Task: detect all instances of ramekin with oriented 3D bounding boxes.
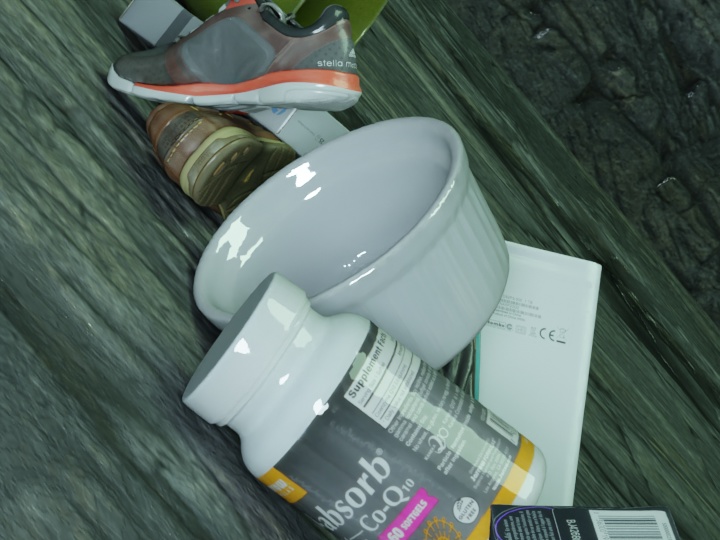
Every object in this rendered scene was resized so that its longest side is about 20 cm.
[{"bbox_3d":[0.000,0.000,1.683,0.098,0.200,0.201,57,9,-27],"label":"ramekin"}]

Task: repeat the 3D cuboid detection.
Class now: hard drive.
[{"bbox_3d":[0.090,0.078,1.777,0.131,0.202,0.026,13,-19,-12],"label":"hard drive"}]

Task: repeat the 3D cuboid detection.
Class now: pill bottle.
[{"bbox_3d":[0.002,0.097,1.525,0.199,0.117,0.116,36,14,-7],"label":"pill bottle"}]

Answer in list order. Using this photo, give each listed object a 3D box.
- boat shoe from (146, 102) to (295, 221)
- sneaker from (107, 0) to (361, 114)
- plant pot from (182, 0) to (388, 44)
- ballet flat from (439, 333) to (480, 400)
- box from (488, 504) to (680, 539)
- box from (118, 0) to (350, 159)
[{"bbox_3d":[-0.098,-0.081,1.816,0.067,0.072,0.200,41,3,12],"label":"boat shoe"},{"bbox_3d":[-0.084,-0.152,1.796,0.077,0.199,0.083,5,87,-62],"label":"sneaker"},{"bbox_3d":[-0.093,-0.274,2.200,0.200,0.187,0.187,41,9,14],"label":"plant pot"},{"bbox_3d":[0.053,0.106,1.713,0.068,0.068,0.202,102,-18,-66],"label":"ballet flat"},{"bbox_3d":[0.120,0.243,1.423,0.122,0.105,0.202,-98,-170,-65],"label":"box"},{"bbox_3d":[-0.074,-0.128,1.966,0.200,0.041,0.156,36,-2,37],"label":"box"}]
